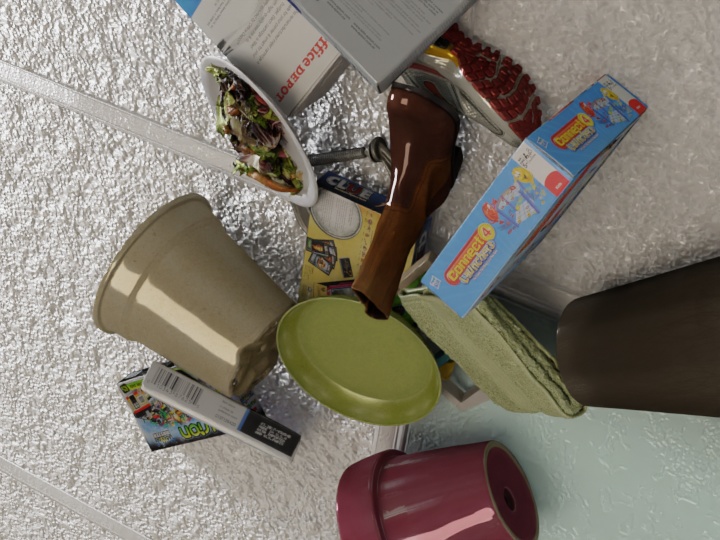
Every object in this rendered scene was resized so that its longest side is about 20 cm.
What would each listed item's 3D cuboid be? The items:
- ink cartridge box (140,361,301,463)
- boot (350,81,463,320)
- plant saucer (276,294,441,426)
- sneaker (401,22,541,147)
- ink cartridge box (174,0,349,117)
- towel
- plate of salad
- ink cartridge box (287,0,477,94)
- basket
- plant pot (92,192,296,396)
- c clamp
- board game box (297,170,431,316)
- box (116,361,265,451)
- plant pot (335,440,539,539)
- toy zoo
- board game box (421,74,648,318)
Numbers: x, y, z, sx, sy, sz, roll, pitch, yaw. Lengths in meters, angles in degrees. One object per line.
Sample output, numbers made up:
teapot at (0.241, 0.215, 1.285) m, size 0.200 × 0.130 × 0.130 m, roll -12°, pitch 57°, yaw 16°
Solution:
ink cartridge box at (-0.169, 0.174, 1.630) m, size 0.197 × 0.200 × 0.047 m, roll 26°, pitch 84°, yaw -3°
boot at (0.030, -0.068, 1.329) m, size 0.068 × 0.201 × 0.188 m, roll 22°, pitch 163°, yaw 15°
plant saucer at (0.002, 0.096, 1.504) m, size 0.199 × 0.031 × 0.201 m, roll 16°, pitch 137°, yaw 15°
sneaker at (0.101, -0.190, 1.352) m, size 0.200 × 0.078 × 0.082 m, roll 43°, pitch 136°, yaw 18°
ink cartridge box at (-0.089, -0.285, 1.413) m, size 0.200 × 0.084 × 0.146 m, roll 48°, pitch 130°, yaw 3°
towel at (0.137, 0.085, 1.400) m, size 0.200 × 0.037 × 0.148 m, roll 45°, pitch 159°, yaw -19°
plate of salad at (-0.119, -0.145, 1.458) m, size 0.200 × 0.048 × 0.200 m, roll 46°, pitch 162°, yaw 19°
ink cartridge box at (0.022, -0.311, 1.308) m, size 0.200 × 0.041 × 0.200 m, roll -43°, pitch 81°, yaw 0°
basket at (0.305, 0.072, 1.309) m, size 0.199 × 0.136 × 0.181 m, roll -8°, pitch 121°, yaw 40°
plant pot at (-0.177, 0.043, 1.560) m, size 0.183 × 0.200 × 0.201 m, roll 36°, pitch 128°, yaw 15°
c clamp at (-0.028, -0.104, 1.503) m, size 0.199 × 0.027 × 0.172 m, roll 1°, pitch 113°, yaw 34°
board game box at (0.000, 0.000, 1.517) m, size 0.135 × 0.035 × 0.201 m, roll 25°, pitch 131°, yaw 18°
box at (-0.227, 0.171, 1.770) m, size 0.199 × 0.035 × 0.110 m, roll -18°, pitch 103°, yaw 38°
plant pot at (0.098, 0.285, 1.528) m, size 0.178 × 0.200 × 0.201 m, roll -26°, pitch 98°, yaw 23°
toy zoo at (0.108, 0.080, 1.484) m, size 0.200 × 0.020 × 0.131 m, roll 40°, pitch 128°, yaw -12°
board game box at (0.168, -0.073, 1.281) m, size 0.056 × 0.196 × 0.200 m, roll 41°, pitch 129°, yaw 8°
